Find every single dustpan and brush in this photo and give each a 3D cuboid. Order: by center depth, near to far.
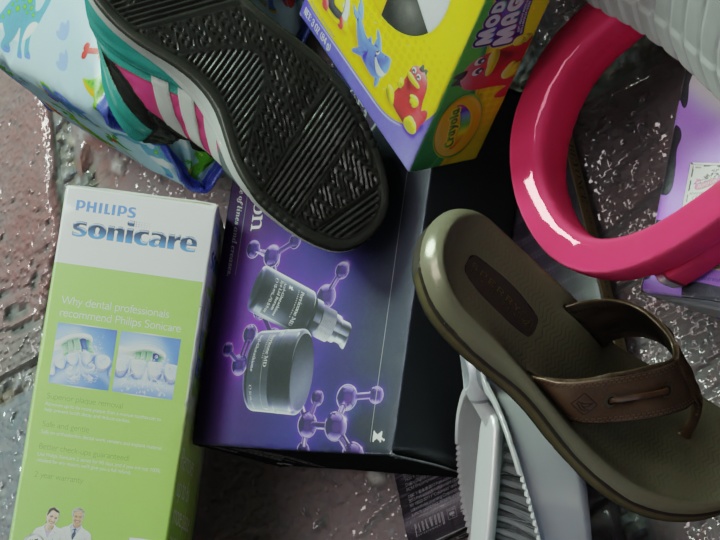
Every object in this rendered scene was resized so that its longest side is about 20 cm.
[{"bbox_3d":[0.066,0.078,1.133,0.140,0.057,0.202,-164,76,-76],"label":"dustpan and brush"}]

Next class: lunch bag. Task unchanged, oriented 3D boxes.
[{"bbox_3d":[-0.111,-0.172,1.389,0.170,0.127,0.201,30,83,44],"label":"lunch bag"}]

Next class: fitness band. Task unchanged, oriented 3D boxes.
[{"bbox_3d":[0.152,-0.079,1.097,0.200,0.037,0.144,-38,53,29],"label":"fitness band"}]

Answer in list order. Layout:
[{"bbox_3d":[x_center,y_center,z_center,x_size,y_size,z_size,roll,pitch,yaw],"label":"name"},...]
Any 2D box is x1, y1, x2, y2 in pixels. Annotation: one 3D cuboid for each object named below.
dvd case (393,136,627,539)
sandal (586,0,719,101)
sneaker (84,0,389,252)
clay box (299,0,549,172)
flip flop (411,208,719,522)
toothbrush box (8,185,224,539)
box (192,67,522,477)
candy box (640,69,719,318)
[{"bbox_3d":[0.065,0.027,1.246,0.148,0.016,0.201,-29,61,33],"label":"dvd case"},{"bbox_3d":[0.151,-0.128,1.049,0.050,0.083,0.203,-27,41,-18],"label":"sandal"},{"bbox_3d":[-0.067,-0.081,1.228,0.084,0.121,0.200,-40,86,-11],"label":"sneaker"},{"bbox_3d":[0.041,-0.157,1.119,0.115,0.047,0.201,56,144,29],"label":"clay box"},{"bbox_3d":[0.109,0.040,1.091,0.057,0.200,0.081,-34,20,41],"label":"flip flop"},{"bbox_3d":[-0.126,0.069,1.299,0.085,0.146,0.201,6,80,1],"label":"toothbrush box"},{"bbox_3d":[0.000,0.000,1.249,0.140,0.079,0.201,0,77,38],"label":"box"},{"bbox_3d":[0.230,-0.072,1.095,0.167,0.071,0.201,8,84,42],"label":"candy box"}]
